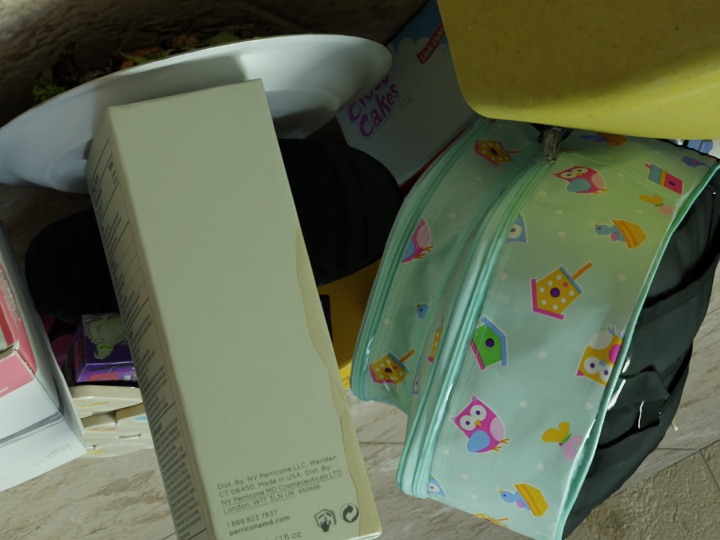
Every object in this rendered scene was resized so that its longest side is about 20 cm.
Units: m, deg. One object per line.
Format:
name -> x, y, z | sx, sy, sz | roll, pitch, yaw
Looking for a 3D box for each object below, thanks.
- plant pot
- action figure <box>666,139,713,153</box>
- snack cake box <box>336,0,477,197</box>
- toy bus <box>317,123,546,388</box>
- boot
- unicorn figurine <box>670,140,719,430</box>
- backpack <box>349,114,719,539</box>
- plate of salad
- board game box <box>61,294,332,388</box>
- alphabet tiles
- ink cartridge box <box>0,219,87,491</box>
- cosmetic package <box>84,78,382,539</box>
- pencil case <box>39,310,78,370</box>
plant pot -> 0.136, -0.147, 0.793 | 0.200, 0.195, 0.195 | -21, 168, 33
action figure -> 0.166, -0.122, 1.008 | 0.193, 0.201, 0.104 | -2, -165, -38
snack cake box -> 0.097, -0.102, 1.072 | 0.200, 0.067, 0.115 | -10, 159, -42
toy bus -> 0.051, -0.011, 1.041 | 0.200, 0.065, 0.078 | -33, 163, 17
boot -> -0.066, -0.012, 0.990 | 0.198, 0.074, 0.162 | -14, 175, 8
unicorn figurine -> 0.190, -0.031, 1.152 | 0.137, 0.074, 0.201 | -44, 145, -47
backpack -> 0.081, 0.023, 0.889 | 0.200, 0.153, 0.176 | -60, 169, -65
plate of salad -> -0.083, -0.081, 0.908 | 0.199, 0.048, 0.200 | -15, 171, -2
board game box -> -0.090, 0.043, 0.998 | 0.120, 0.032, 0.200 | -1, 171, -11
alphabet tiles -> -0.114, 0.083, 1.059 | 0.200, 0.015, 0.195 | -16, 164, 41
ink cartridge box -> -0.194, 0.013, 0.860 | 0.083, 0.147, 0.200 | -22, 164, -7
cosmetic package -> -0.059, 0.031, 0.840 | 0.073, 0.201, 0.104 | -12, 172, -15
pencil case -> -0.133, 0.036, 1.137 | 0.200, 0.091, 0.094 | -29, -166, 12
